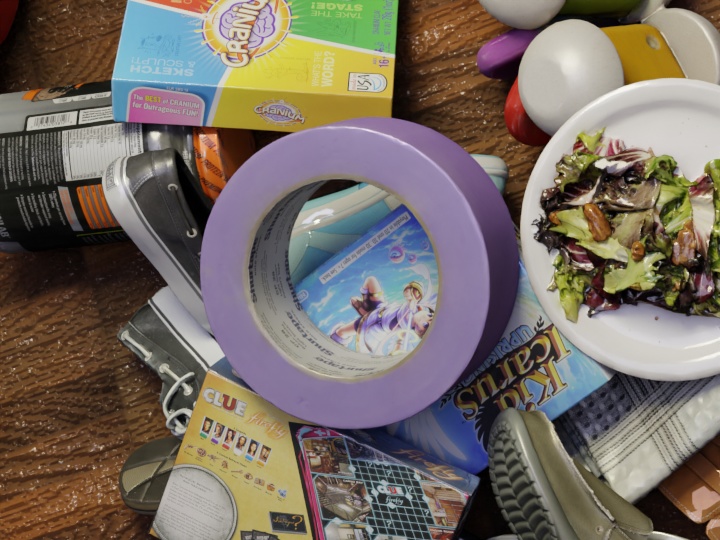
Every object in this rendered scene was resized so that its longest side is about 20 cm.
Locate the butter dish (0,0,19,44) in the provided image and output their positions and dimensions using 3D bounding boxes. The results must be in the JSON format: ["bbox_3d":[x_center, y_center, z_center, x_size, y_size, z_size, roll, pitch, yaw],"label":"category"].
[{"bbox_3d":[-0.327,-0.250,1.671,0.199,0.148,0.200,32,132,17],"label":"butter dish"}]

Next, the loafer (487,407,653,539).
[{"bbox_3d":[0.153,0.176,1.440,0.070,0.075,0.200,-27,87,-23],"label":"loafer"}]

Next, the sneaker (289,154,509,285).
[{"bbox_3d":[0.028,-0.001,1.565,0.199,0.079,0.131,-20,75,22],"label":"sneaker"}]

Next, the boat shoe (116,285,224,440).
[{"bbox_3d":[-0.115,0.091,1.565,0.068,0.074,0.199,-39,56,-4],"label":"boat shoe"}]

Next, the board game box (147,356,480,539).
[{"bbox_3d":[-0.033,0.162,1.474,0.199,0.035,0.136,25,110,10],"label":"board game box"}]

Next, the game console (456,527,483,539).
[{"bbox_3d":[0.035,0.251,1.509,0.200,0.031,0.177,28,110,9],"label":"game console"}]

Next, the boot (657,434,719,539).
[{"bbox_3d":[0.262,0.097,1.495,0.155,0.077,0.200,-42,81,10],"label":"boot"}]

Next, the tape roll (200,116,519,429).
[{"bbox_3d":[0.000,0.000,1.431,0.199,0.085,0.201,3,98,18],"label":"tape roll"}]

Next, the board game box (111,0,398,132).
[{"bbox_3d":[-0.073,-0.165,1.567,0.199,0.040,0.153,3,45,0],"label":"board game box"}]

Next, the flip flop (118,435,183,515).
[{"bbox_3d":[-0.080,0.162,1.578,0.199,0.058,0.081,-3,45,17],"label":"flip flop"}]

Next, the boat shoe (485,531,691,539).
[{"bbox_3d":[0.176,0.214,1.497,0.199,0.062,0.075,-3,90,19],"label":"boat shoe"}]

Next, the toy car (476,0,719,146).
[{"bbox_3d":[0.150,-0.161,1.529,0.150,0.175,0.201,-36,71,46],"label":"toy car"}]

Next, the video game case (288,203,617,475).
[{"bbox_3d":[0.047,0.054,1.494,0.200,0.045,0.182,-37,89,19],"label":"video game case"}]

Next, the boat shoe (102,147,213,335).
[{"bbox_3d":[-0.106,-0.020,1.541,0.066,0.200,0.070,-20,42,19],"label":"boat shoe"}]

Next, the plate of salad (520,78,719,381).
[{"bbox_3d":[0.204,-0.025,1.413,0.199,0.048,0.201,1,96,9],"label":"plate of salad"}]

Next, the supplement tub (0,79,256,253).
[{"bbox_3d":[-0.186,-0.081,1.610,0.199,0.122,0.123,-6,80,14],"label":"supplement tub"}]

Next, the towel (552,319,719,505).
[{"bbox_3d":[0.186,0.049,1.492,0.200,0.034,0.193,-43,61,22],"label":"towel"}]
